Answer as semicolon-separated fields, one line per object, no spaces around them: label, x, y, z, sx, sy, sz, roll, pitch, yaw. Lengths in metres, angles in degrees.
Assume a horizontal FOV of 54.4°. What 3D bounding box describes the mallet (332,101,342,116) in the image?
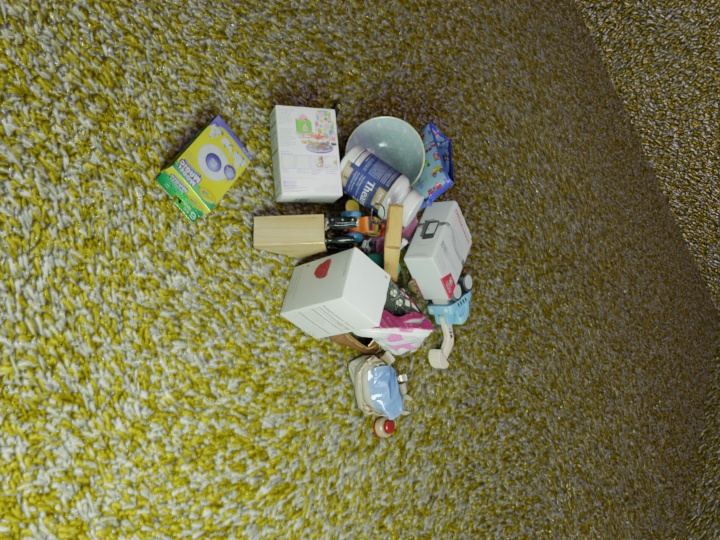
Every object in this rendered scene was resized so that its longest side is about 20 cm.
mallet;-0.075;-0.330;1.676;0.066;0.041;0.202;51;44;-23

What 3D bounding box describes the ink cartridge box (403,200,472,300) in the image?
ink cartridge box;0.196;-0.052;1.734;0.147;0.082;0.202;60;42;-37

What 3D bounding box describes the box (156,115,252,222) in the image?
box;-0.306;-0.200;1.381;0.118;0.048;0.202;50;49;-25

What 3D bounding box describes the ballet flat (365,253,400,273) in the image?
ballet flat;0.000;0.000;1.631;0.196;0.070;0.069;-2;69;-34

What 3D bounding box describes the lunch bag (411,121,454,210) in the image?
lunch bag;0.162;-0.246;1.781;0.093;0.149;0.204;30;40;-36

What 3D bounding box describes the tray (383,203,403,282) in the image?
tray;0.071;-0.056;1.538;0.201;0.036;0.101;89;6;-70

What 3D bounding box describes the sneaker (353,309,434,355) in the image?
sneaker;0.065;0.145;1.555;0.195;0.090;0.082;9;28;-21

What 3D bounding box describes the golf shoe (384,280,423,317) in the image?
golf shoe;0.078;0.073;1.622;0.200;0.076;0.089;48;18;-30

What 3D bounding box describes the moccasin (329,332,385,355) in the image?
moccasin;0.018;0.147;1.611;0.199;0.077;0.076;26;61;-40

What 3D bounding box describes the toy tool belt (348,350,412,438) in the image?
toy tool belt;0.057;0.283;1.583;0.124;0.121;0.205;-26;99;-47

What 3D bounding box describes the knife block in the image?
knife block;-0.105;-0.081;1.470;0.197;0.173;0.066;13;69;-44

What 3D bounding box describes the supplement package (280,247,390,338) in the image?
supplement package;-0.053;0.051;1.471;0.119;0.197;0.124;37;54;-33

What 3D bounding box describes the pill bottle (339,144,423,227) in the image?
pill bottle;0.043;-0.189;1.606;0.198;0.112;0.111;35;47;9

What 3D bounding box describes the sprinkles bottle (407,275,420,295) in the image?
sprinkles bottle;0.177;-0.036;1.841;0.068;0.067;0.204;40;53;-32

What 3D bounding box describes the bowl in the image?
bowl;0.060;-0.266;1.733;0.108;0.194;0.206;80;6;-79

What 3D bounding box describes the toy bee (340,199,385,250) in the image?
toy bee;0.003;-0.087;1.576;0.107;0.197;0.135;11;92;-49

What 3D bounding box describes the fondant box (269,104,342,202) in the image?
fondant box;-0.122;-0.256;1.551;0.141;0.058;0.206;-1;80;-23

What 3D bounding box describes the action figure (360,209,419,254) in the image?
action figure;0.051;-0.091;1.721;0.134;0.149;0.199;47;65;4

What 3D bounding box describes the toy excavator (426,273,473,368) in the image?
toy excavator;0.232;0.130;1.846;0.193;0.098;0.205;-31;110;-45
